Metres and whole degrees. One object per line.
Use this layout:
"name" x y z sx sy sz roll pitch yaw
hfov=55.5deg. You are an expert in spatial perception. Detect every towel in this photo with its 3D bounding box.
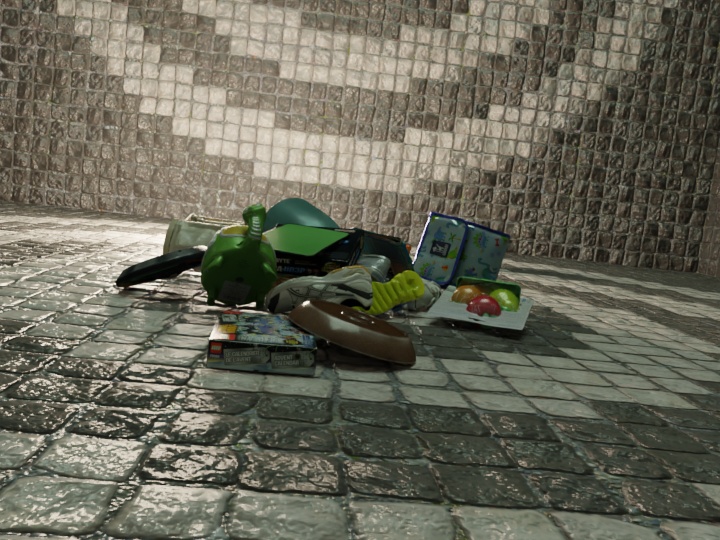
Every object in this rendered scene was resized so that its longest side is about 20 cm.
"towel" 0.062 -0.015 1.610 0.146 0.022 0.200 15 -34 31

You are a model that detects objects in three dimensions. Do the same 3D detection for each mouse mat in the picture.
"mouse mat" -0.129 -0.065 1.407 0.161 0.008 0.200 11 19 21

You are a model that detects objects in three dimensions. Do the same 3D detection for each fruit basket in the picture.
"fruit basket" 0.244 0.078 1.368 0.185 0.094 0.200 8 22 18

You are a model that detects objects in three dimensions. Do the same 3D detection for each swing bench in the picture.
"swing bench" -0.375 -0.068 1.750 0.198 0.130 0.200 7 7 3

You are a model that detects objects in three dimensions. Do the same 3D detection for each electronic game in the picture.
"electronic game" -0.375 -0.004 1.331 0.200 0.042 0.200 -18 -1 0

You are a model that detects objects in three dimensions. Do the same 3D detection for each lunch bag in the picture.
"lunch bag" 0.234 -0.033 1.635 0.200 0.170 0.127 19 -5 2

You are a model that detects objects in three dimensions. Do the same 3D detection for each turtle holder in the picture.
"turtle holder" -0.227 -0.028 1.256 0.141 0.186 0.132 -9 44 -1

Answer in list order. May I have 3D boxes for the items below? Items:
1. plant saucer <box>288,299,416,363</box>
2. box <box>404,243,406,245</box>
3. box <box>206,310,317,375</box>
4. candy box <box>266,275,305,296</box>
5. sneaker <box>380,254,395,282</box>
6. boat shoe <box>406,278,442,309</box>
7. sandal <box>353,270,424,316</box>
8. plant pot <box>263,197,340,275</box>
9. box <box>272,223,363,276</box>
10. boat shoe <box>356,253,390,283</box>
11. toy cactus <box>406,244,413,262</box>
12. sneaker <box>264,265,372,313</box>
"plant saucer" -0.007 0.084 1.008 0.200 0.035 0.200 21 4 -2
"box" 0.029 -0.023 1.816 0.136 0.038 0.200 9 30 17
"box" -0.134 0.096 0.946 0.137 0.040 0.200 5 6 -8
"candy box" -0.076 0.044 1.387 0.200 0.057 0.117 -2 10 -44
"sneaker" 0.044 0.016 1.533 0.069 0.100 0.200 1 7 -22
"boat shoe" 0.145 0.051 1.504 0.070 0.071 0.200 5 0 13
"sandal" 0.034 0.060 1.351 0.200 0.080 0.087 -7 -24 -36
"plant pot" -0.127 -0.056 1.633 0.200 0.201 0.161 0 20 -45
"box" -0.104 -0.043 1.453 0.199 0.046 0.159 5 28 12
"boat shoe" 0.000 -0.001 1.506 0.070 0.072 0.201 48 -25 -22
"toy cactus" 0.188 0.000 1.930 0.165 0.103 0.200 21 4 28
"sneaker" -0.074 0.055 1.227 0.199 0.088 0.076 -15 -17 7
